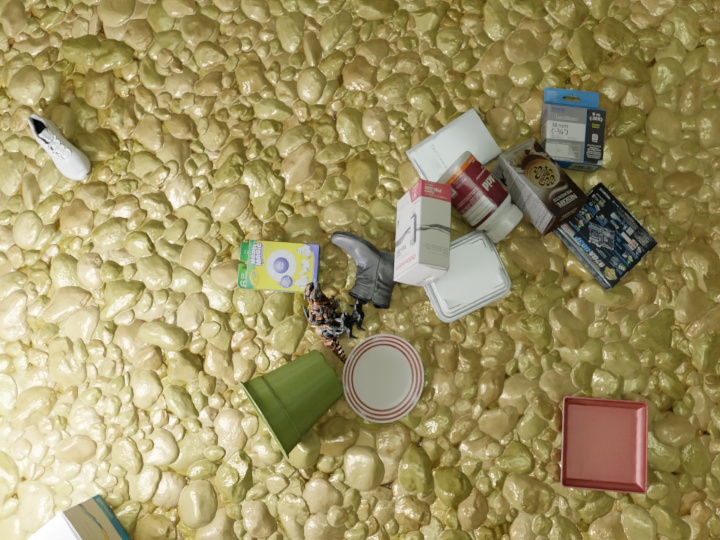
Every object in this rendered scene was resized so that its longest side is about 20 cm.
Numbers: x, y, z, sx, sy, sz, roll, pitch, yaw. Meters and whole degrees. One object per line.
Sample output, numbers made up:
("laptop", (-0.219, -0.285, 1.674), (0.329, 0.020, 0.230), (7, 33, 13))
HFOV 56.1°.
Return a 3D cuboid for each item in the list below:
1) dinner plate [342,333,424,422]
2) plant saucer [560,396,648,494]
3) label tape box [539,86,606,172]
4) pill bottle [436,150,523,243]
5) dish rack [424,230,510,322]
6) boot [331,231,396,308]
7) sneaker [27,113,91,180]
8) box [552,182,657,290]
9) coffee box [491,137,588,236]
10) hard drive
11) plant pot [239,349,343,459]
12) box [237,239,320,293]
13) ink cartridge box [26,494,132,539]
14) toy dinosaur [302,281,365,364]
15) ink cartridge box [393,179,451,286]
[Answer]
("dinner plate", (0.052, 0.249, 1.570), (0.195, 0.024, 0.206), (0, 91, -13))
("plant saucer", (0.555, 0.398, 1.551), (0.194, 0.037, 0.206), (4, 82, 2))
("label tape box", (0.513, -0.352, 1.636), (0.140, 0.063, 0.205), (6, 83, 1))
("pill bottle", (0.278, -0.169, 1.577), (0.200, 0.114, 0.114), (45, 85, -3))
("dish rack", (0.247, 0.010, 1.605), (0.196, 0.044, 0.175), (-25, 82, -3))
("boot", (0.000, 0.000, 1.596), (0.197, 0.070, 0.134), (26, 82, 6))
("sneaker", (-0.739, -0.298, 1.643), (0.200, 0.087, 0.075), (43, 83, 5))
("box", (0.578, -0.082, 1.608), (0.159, 0.046, 0.201), (-42, 84, -4))
("coffee box", (0.414, -0.196, 1.572), (0.112, 0.080, 0.201), (-27, 67, -22))
("hard drive", (0.228, -0.287, 1.652), (0.198, 0.027, 0.133), (-33, 83, -3))
("plant pot", (-0.142, 0.281, 1.520), (0.188, 0.200, 0.202), (-33, 83, -16))
("box", (-0.197, -0.010, 1.614), (0.195, 0.048, 0.121), (3, 83, 3))
("ink cartridge box", (-0.621, 0.606, 1.463), (0.146, 0.200, 0.145), (-39, 83, -4))
("toy dinosaur", (-0.063, 0.119, 1.575), (0.133, 0.202, 0.103), (-11, 37, 29))
("ink cartridge box", (0.140, -0.082, 1.539), (0.083, 0.146, 0.205), (8, 72, -18))
